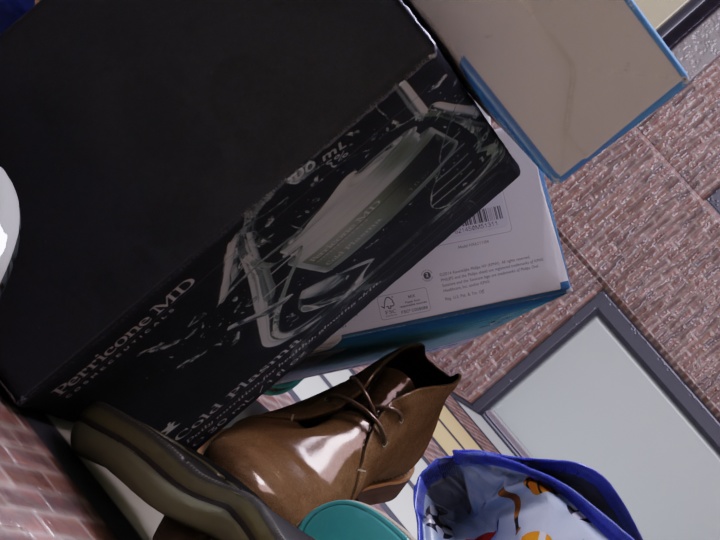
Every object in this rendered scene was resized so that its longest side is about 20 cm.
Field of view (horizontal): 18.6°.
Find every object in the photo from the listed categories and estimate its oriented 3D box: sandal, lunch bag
[{"bbox_3d":[-0.043,0.106,0.745,0.080,0.057,0.201,40,-7,-37],"label":"sandal"},{"bbox_3d":[0.116,0.197,1.166,0.200,0.124,0.170,41,-15,52],"label":"lunch bag"}]

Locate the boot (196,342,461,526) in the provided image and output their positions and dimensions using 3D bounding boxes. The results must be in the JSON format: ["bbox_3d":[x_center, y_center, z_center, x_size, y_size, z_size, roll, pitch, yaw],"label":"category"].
[{"bbox_3d":[-0.013,0.073,1.001,0.074,0.076,0.200,42,20,12],"label":"boot"}]

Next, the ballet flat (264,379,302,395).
[{"bbox_3d":[-0.108,-0.006,1.200,0.200,0.067,0.070,48,-21,-19],"label":"ballet flat"}]

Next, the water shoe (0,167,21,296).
[{"bbox_3d":[-0.160,-0.022,0.692,0.079,0.072,0.200,17,18,-23],"label":"water shoe"}]

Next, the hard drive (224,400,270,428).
[{"bbox_3d":[0.001,0.148,1.062,0.200,0.027,0.132,52,5,38],"label":"hard drive"}]

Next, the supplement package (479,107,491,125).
[{"bbox_3d":[-0.022,-0.116,1.238,0.200,0.155,0.111,-116,-164,-69],"label":"supplement package"}]

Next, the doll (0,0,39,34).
[{"bbox_3d":[-0.168,-0.114,1.000,0.200,0.048,0.137,6,-42,53],"label":"doll"}]

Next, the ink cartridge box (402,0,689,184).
[{"bbox_3d":[0.053,-0.116,0.899,0.116,0.068,0.200,51,4,-14],"label":"ink cartridge box"}]

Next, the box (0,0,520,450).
[{"bbox_3d":[-0.060,-0.040,0.874,0.124,0.200,0.197,51,4,18],"label":"box"}]

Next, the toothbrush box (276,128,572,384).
[{"bbox_3d":[0.000,0.000,1.086,0.200,0.146,0.086,139,-61,-75],"label":"toothbrush box"}]

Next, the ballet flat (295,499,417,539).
[{"bbox_3d":[0.029,0.178,0.867,0.200,0.069,0.069,54,6,38],"label":"ballet flat"}]
